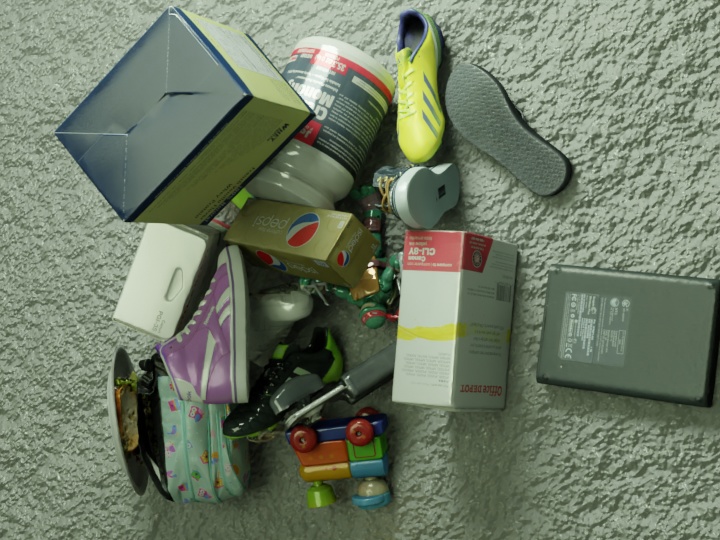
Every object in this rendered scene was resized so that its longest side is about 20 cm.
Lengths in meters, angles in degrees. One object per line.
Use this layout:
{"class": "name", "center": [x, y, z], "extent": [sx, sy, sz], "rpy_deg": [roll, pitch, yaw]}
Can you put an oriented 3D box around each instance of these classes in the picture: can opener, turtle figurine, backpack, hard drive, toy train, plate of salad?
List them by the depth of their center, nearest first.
{"class": "hard drive", "center": [0.302, 0.071, 1.440], "extent": [0.199, 0.033, 0.140], "rpy_deg": [6, 87, 31]}
{"class": "can opener", "center": [-0.016, 0.124, 1.544], "extent": [0.200, 0.053, 0.067], "rpy_deg": [-32, 77, -19]}
{"class": "toy train", "center": [-0.061, 0.241, 1.585], "extent": [0.199, 0.085, 0.116], "rpy_deg": [-8, 94, 10]}
{"class": "turtle figurine", "center": [0.000, 0.000, 1.588], "extent": [0.149, 0.101, 0.201], "rpy_deg": [-18, 57, 9]}
{"class": "backpack", "center": [-0.208, 0.201, 1.654], "extent": [0.126, 0.167, 0.201], "rpy_deg": [-6, 88, 12]}
{"class": "plate of salad", "center": [-0.295, 0.196, 1.697], "extent": [0.048, 0.200, 0.201], "rpy_deg": [-10, 78, 0]}

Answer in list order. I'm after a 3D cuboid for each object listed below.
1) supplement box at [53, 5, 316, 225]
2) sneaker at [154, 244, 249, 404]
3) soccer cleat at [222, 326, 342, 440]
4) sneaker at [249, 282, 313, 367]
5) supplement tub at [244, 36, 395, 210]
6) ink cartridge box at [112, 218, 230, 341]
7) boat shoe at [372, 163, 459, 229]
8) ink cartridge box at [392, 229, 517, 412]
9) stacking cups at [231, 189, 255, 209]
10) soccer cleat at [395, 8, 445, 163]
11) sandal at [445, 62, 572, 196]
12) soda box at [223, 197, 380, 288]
{"class": "supplement box", "center": [-0.191, -0.166, 1.441], "extent": [0.200, 0.200, 0.134], "rpy_deg": [-43, 77, 16]}
{"class": "sneaker", "center": [-0.190, 0.062, 1.544], "extent": [0.114, 0.073, 0.201], "rpy_deg": [-1, 64, 1]}
{"class": "soccer cleat", "center": [-0.101, 0.138, 1.580], "extent": [0.067, 0.200, 0.081], "rpy_deg": [3, 117, 44]}
{"class": "sneaker", "center": [-0.116, 0.073, 1.651], "extent": [0.200, 0.078, 0.100], "rpy_deg": [-13, 92, 57]}
{"class": "supplement tub", "center": [-0.054, -0.174, 1.590], "extent": [0.140, 0.140, 0.201], "rpy_deg": [17, 76, 31]}
{"class": "ink cartridge box", "center": [-0.238, 0.002, 1.662], "extent": [0.082, 0.200, 0.147], "rpy_deg": [21, 95, 2]}
{"class": "boat shoe", "center": [0.049, -0.087, 1.508], "extent": [0.091, 0.200, 0.071], "rpy_deg": [-3, 98, 20]}
{"class": "ink cartridge box", "center": [0.111, 0.060, 1.488], "extent": [0.083, 0.145, 0.201], "rpy_deg": [2, 85, 31]}
{"class": "stacking cups", "center": [-0.119, -0.080, 1.691], "extent": [0.200, 0.060, 0.061], "rpy_deg": [42, 105, 25]}
{"class": "soccer cleat", "center": [0.064, -0.226, 1.562], "extent": [0.064, 0.084, 0.201], "rpy_deg": [-10, 63, 28]}
{"class": "sandal", "center": [0.175, -0.166, 1.544], "extent": [0.076, 0.043, 0.200], "rpy_deg": [-46, 74, 26]}
{"class": "soda box", "center": [-0.074, -0.036, 1.558], "extent": [0.200, 0.064, 0.068], "rpy_deg": [12, 66, 46]}
